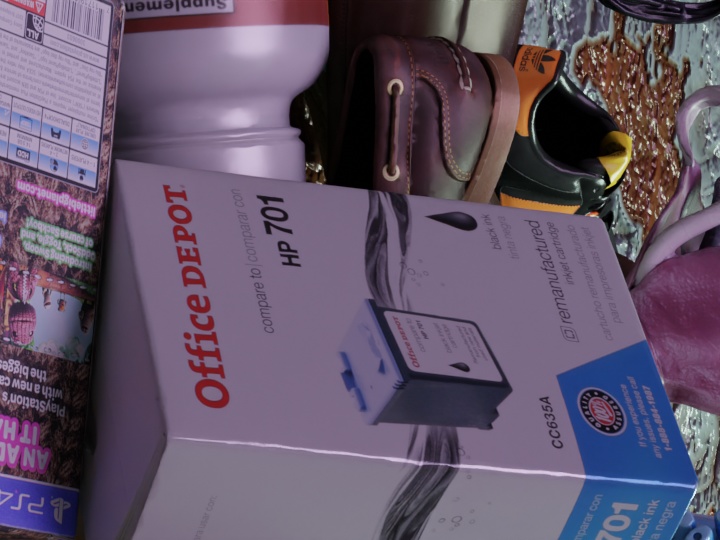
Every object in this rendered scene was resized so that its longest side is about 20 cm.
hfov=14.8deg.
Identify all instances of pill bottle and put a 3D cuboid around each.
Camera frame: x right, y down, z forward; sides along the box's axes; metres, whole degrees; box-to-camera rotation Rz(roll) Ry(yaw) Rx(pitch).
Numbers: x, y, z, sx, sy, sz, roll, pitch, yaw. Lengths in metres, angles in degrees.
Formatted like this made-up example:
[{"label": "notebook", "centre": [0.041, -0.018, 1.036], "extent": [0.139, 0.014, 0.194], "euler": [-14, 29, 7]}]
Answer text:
[{"label": "pill bottle", "centre": [-0.070, -0.127, 1.100], "extent": [0.112, 0.112, 0.200], "euler": [-9, 95, -57]}]

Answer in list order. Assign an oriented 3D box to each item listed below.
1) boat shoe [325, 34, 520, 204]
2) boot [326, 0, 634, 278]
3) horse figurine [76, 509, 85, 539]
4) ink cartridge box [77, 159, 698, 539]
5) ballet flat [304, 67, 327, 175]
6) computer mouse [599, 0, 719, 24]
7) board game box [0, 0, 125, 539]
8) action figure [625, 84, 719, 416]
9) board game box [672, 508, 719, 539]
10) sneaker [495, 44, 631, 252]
[{"label": "boat shoe", "centre": [0.000, 0.000, 1.119], "extent": [0.070, 0.070, 0.200], "euler": [6, 105, -35]}, {"label": "boot", "centre": [0.061, -0.061, 1.193], "extent": [0.186, 0.064, 0.200], "euler": [-10, 117, -33]}, {"label": "horse figurine", "centre": [-0.101, 0.072, 1.095], "extent": [0.133, 0.050, 0.200], "euler": [-52, 136, -48]}, {"label": "ink cartridge box", "centre": [0.002, 0.046, 1.006], "extent": [0.200, 0.086, 0.146], "euler": [7, 41, -22]}, {"label": "ballet flat", "centre": [-0.007, -0.101, 1.216], "extent": [0.068, 0.072, 0.200], "euler": [-33, 131, -20]}, {"label": "computer mouse", "centre": [0.072, -0.159, 1.143], "extent": [0.200, 0.034, 0.059], "euler": [31, 98, -18]}, {"label": "board game box", "centre": [-0.173, -0.014, 0.945], "extent": [0.159, 0.097, 0.200], "euler": [20, 72, -55]}, {"label": "action figure", "centre": [0.109, 0.035, 1.145], "extent": [0.200, 0.134, 0.149], "euler": [-22, 121, -19]}, {"label": "board game box", "centre": [0.051, 0.175, 1.185], "extent": [0.026, 0.200, 0.200], "euler": [70, 33, -54]}, {"label": "sneaker", "centre": [0.101, -0.038, 1.378], "extent": [0.200, 0.090, 0.070], "euler": [53, 46, -41]}]
